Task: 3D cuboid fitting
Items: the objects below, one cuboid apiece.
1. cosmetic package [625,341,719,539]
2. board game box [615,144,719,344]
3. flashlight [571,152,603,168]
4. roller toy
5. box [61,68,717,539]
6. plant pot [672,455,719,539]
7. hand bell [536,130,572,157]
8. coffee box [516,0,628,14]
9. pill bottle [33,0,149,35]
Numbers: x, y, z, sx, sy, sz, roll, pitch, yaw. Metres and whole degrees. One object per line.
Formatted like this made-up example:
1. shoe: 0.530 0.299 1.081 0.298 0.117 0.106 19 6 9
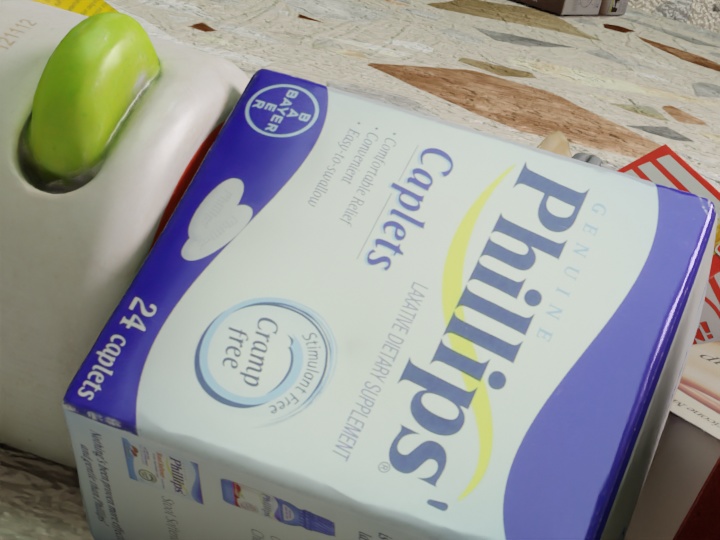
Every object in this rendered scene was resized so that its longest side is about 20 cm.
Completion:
1. cosmetic package: 0.178 0.089 0.865 0.103 0.088 0.199 28 22 37
2. board game box: 0.137 0.010 1.024 0.151 0.046 0.200 -29 19 2
3. flashlight: 0.077 0.020 0.918 0.068 0.068 0.200 40 43 -4
4. roller toy: -0.132 -0.015 0.804 0.139 0.201 0.182 17 7 13
5. box: 0.016 0.039 0.728 0.199 0.105 0.184 17 54 13
6. plant pot: 0.195 0.120 0.625 0.176 0.201 0.200 29 19 9
7. hand bell: 0.187 0.003 1.208 0.199 0.104 0.104 31 20 13
8. coffee box: 0.289 -0.408 2.620 0.113 0.080 0.200 23 19 28
9. pill bottle: -0.158 -0.089 0.944 0.200 0.109 0.109 37 14 -8
